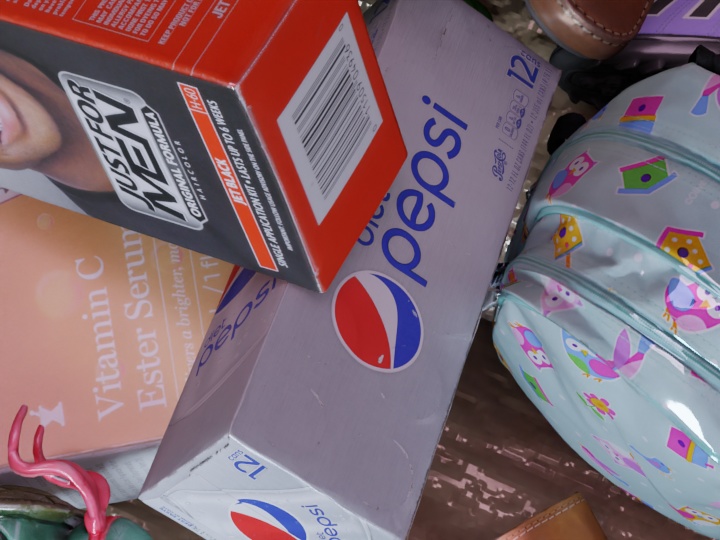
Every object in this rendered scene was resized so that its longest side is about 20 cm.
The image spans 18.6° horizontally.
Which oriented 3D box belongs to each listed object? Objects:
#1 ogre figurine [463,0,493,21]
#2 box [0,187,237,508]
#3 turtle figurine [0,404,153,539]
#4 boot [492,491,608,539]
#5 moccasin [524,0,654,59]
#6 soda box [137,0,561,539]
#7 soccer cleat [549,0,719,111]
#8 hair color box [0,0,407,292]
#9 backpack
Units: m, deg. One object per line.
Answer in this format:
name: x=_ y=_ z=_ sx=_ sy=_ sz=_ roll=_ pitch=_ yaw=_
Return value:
ogre figurine: x=0.040 y=-0.150 z=0.831 sx=0.199 sy=0.098 sz=0.121 roll=-22 pitch=95 yaw=11
box: x=-0.135 y=0.009 z=0.787 sx=0.198 sy=0.106 sz=0.154 roll=-11 pitch=77 yaw=-2
turtle figurine: x=-0.130 y=0.117 z=0.702 sx=0.199 sy=0.150 sz=0.101 roll=-12 pitch=43 yaw=29
boot: x=0.108 y=0.150 z=0.769 sx=0.199 sy=0.077 sz=0.156 roll=-24 pitch=76 yaw=6
moccasin: x=0.109 y=-0.165 z=0.763 sx=0.074 sy=0.077 sz=0.202 roll=38 pitch=65 yaw=-26
soda box: x=0.000 y=0.000 z=0.717 sx=0.068 sy=0.063 sz=0.201 roll=32 pitch=53 yaw=-17
soccer cleat: x=0.167 y=-0.099 z=0.827 sx=0.198 sy=0.068 sz=0.074 roll=-4 pitch=76 yaw=-4
hair color box: x=-0.092 y=-0.070 z=0.670 sx=0.199 sy=0.102 sz=0.061 roll=18 pitch=61 yaw=27
backpack: x=0.118 y=0.013 z=0.731 sx=0.166 sy=0.200 sz=0.127 roll=30 pitch=79 yaw=7
